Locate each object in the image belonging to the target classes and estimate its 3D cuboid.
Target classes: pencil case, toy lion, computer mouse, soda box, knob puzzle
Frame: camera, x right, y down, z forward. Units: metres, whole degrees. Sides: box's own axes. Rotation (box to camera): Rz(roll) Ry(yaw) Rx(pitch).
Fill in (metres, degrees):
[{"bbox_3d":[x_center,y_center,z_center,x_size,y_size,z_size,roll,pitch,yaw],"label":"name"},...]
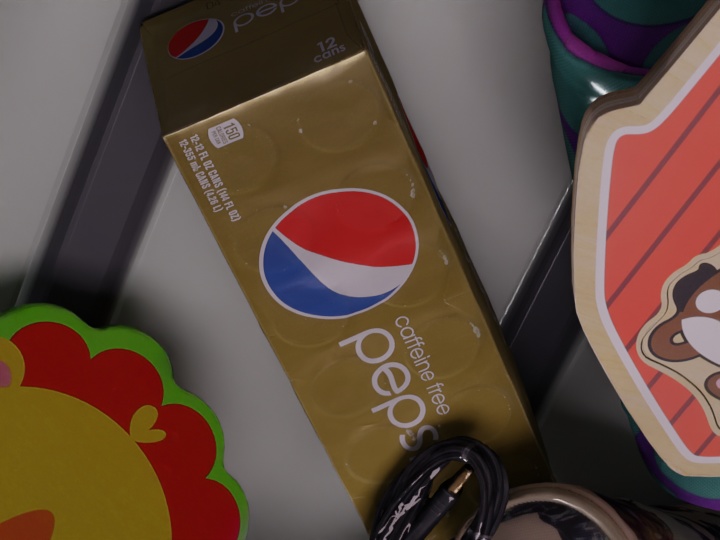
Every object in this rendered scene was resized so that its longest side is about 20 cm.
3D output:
[{"bbox_3d":[0.107,0.117,0.855,0.200,0.089,0.078,13,90,-56],"label":"pencil case"},{"bbox_3d":[-0.144,0.082,0.795,0.200,0.069,0.192,43,79,-10],"label":"toy lion"},{"bbox_3d":[-0.018,0.128,0.830,0.200,0.059,0.034,-43,149,22],"label":"computer mouse"},{"bbox_3d":[0.000,0.000,0.797,0.067,0.064,0.200,-22,130,4],"label":"soda box"},{"bbox_3d":[0.116,-0.018,0.797,0.092,0.085,0.201,-37,135,-24],"label":"pencil case"},{"bbox_3d":[0.151,-0.001,0.732,0.218,0.031,0.221,-2,130,-2],"label":"knob puzzle"}]
